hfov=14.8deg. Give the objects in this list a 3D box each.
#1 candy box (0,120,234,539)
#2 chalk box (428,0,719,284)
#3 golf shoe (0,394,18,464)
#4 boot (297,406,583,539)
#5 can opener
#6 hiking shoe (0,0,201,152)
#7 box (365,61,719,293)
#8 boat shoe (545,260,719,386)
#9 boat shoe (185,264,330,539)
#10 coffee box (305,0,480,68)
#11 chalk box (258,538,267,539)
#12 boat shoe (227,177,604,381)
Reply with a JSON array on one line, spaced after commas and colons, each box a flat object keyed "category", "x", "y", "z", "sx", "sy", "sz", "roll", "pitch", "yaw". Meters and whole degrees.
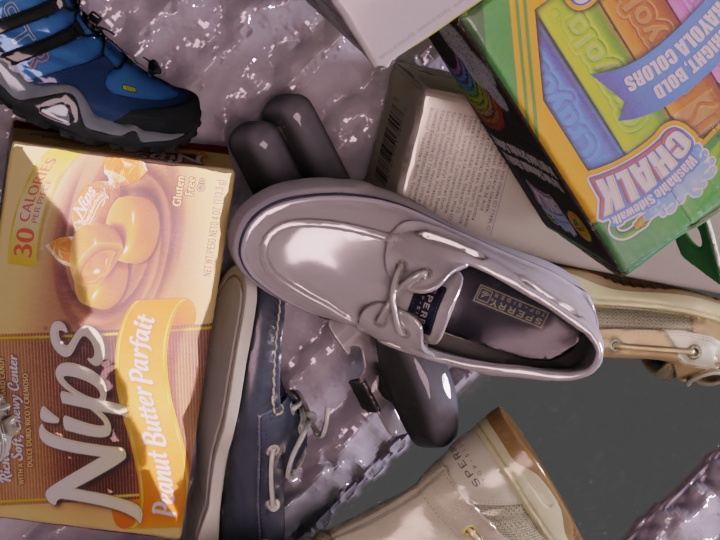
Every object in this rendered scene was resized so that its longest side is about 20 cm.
[{"category": "candy box", "x": -0.136, "y": 0.031, "z": 1.426, "sx": 0.115, "sy": 0.055, "sz": 0.201, "roll": 8, "pitch": 105, "yaw": -8}, {"category": "chalk box", "x": 0.131, "y": -0.086, "z": 1.357, "sx": 0.124, "sy": 0.125, "sz": 0.200, "roll": -36, "pitch": 110, "yaw": -4}, {"category": "golf shoe", "x": -0.259, "y": 0.031, "z": 1.392, "sx": 0.078, "sy": 0.097, "sz": 0.201, "roll": -25, "pitch": 87, "yaw": -42}, {"category": "boot", "x": 0.048, "y": 0.176, "z": 1.491, "sx": 0.154, "sy": 0.072, "sz": 0.200, "roll": -31, "pitch": 135, "yaw": -3}, {"category": "can opener", "x": 0.000, "y": 0.000, "z": 1.452, "sx": 0.053, "sy": 0.066, "sz": 0.201, "roll": -40, "pitch": 111, "yaw": -32}, {"category": "hiking shoe", "x": -0.161, "y": -0.124, "z": 1.369, "sx": 0.199, "sy": 0.074, "sz": 0.087, "roll": 23, "pitch": 100, "yaw": -19}, {"category": "box", "x": 0.108, "y": -0.048, "z": 1.461, "sx": 0.199, "sy": 0.068, "sz": 0.083, "roll": 12, "pitch": 103, "yaw": -17}, {"category": "boat shoe", "x": 0.142, "y": 0.035, "z": 1.485, "sx": 0.200, "sy": 0.073, "sz": 0.063, "roll": 12, "pitch": 92, "yaw": -18}, {"category": "boat shoe", "x": -0.054, "y": 0.093, "z": 1.459, "sx": 0.061, "sy": 0.075, "sz": 0.201, "roll": 2, "pitch": 107, "yaw": -13}, {"category": "coffee box", "x": 0.018, "y": -0.246, "z": 1.310, "sx": 0.199, "sy": 0.200, "sz": 0.198, "roll": -34, "pitch": 111, "yaw": -2}, {"category": "chalk box", "x": -0.074, "y": 0.258, "z": 1.456, "sx": 0.123, "sy": 0.125, "sz": 0.200, "roll": -20, "pitch": 145, "yaw": -6}, {"category": "boat shoe", "x": 0.032, "y": 0.007, "z": 1.389, "sx": 0.199, "sy": 0.065, "sz": 0.074, "roll": 12, "pitch": 107, "yaw": -15}]
